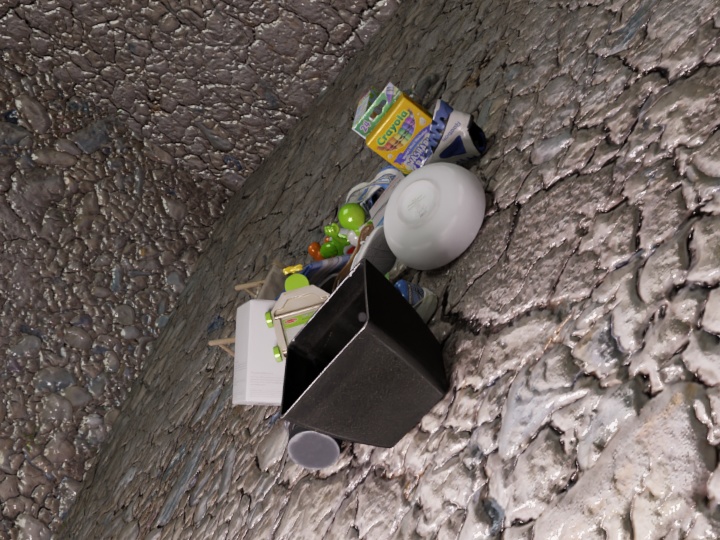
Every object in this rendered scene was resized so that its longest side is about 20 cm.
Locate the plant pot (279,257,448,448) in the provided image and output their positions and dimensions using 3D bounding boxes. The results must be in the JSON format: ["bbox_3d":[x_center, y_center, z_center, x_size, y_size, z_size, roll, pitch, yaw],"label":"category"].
[{"bbox_3d":[0.015,0.139,1.235,0.200,0.177,0.200,-49,17,20],"label":"plant pot"}]

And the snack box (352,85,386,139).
[{"bbox_3d":[0.080,-0.295,1.831,0.053,0.200,0.142,-44,20,31],"label":"snack box"}]

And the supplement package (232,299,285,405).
[{"bbox_3d":[-0.185,0.167,1.695,0.117,0.117,0.201,153,120,-66],"label":"supplement package"}]

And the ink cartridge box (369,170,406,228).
[{"bbox_3d":[0.081,-0.130,1.746,0.116,0.068,0.200,-51,17,14],"label":"ink cartridge box"}]

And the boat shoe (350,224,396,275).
[{"bbox_3d":[0.013,-0.004,1.602,0.065,0.074,0.202,57,137,49],"label":"boat shoe"}]

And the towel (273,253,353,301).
[{"bbox_3d":[-0.084,0.020,1.806,0.147,0.024,0.200,-46,-18,31],"label":"towel"}]

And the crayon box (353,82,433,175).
[{"bbox_3d":[0.101,-0.273,1.732,0.126,0.200,0.052,-49,18,19],"label":"crayon box"}]

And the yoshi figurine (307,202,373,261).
[{"bbox_3d":[-0.037,-0.091,1.882,0.200,0.112,0.113,-29,47,49],"label":"yoshi figurine"}]

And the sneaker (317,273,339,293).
[{"bbox_3d":[-0.075,0.102,1.750,0.200,0.071,0.099,-60,21,-4],"label":"sneaker"}]

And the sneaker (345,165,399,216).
[{"bbox_3d":[0.025,-0.160,1.924,0.200,0.077,0.085,-40,27,43],"label":"sneaker"}]

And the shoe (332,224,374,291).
[{"bbox_3d":[0.000,0.000,1.762,0.053,0.070,0.200,67,-136,-61],"label":"shoe"}]

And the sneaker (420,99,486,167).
[{"bbox_3d":[0.183,-0.231,1.646,0.081,0.115,0.200,-70,-7,-45],"label":"sneaker"}]

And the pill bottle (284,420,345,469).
[{"bbox_3d":[-0.067,0.229,1.403,0.112,0.112,0.200,-46,19,27],"label":"pill bottle"}]

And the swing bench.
[{"bbox_3d":[-0.248,0.112,2.098,0.200,0.130,0.199,-29,30,45],"label":"swing bench"}]

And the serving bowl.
[{"bbox_3d":[0.115,-0.104,1.465,0.200,0.066,0.201,-19,58,33],"label":"serving bowl"}]

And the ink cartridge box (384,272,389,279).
[{"bbox_3d":[0.010,0.109,1.507,0.200,0.059,0.104,-47,19,25],"label":"ink cartridge box"}]

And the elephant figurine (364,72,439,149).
[{"bbox_3d":[0.107,-0.408,2.145,0.200,0.155,0.142,-59,-29,-50],"label":"elephant figurine"}]

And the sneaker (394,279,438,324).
[{"bbox_3d":[0.040,0.102,1.394,0.200,0.085,0.077,-58,17,-6],"label":"sneaker"}]

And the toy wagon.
[{"bbox_3d":[-0.105,0.088,1.632,0.155,0.201,0.040,-15,-10,0],"label":"toy wagon"}]
